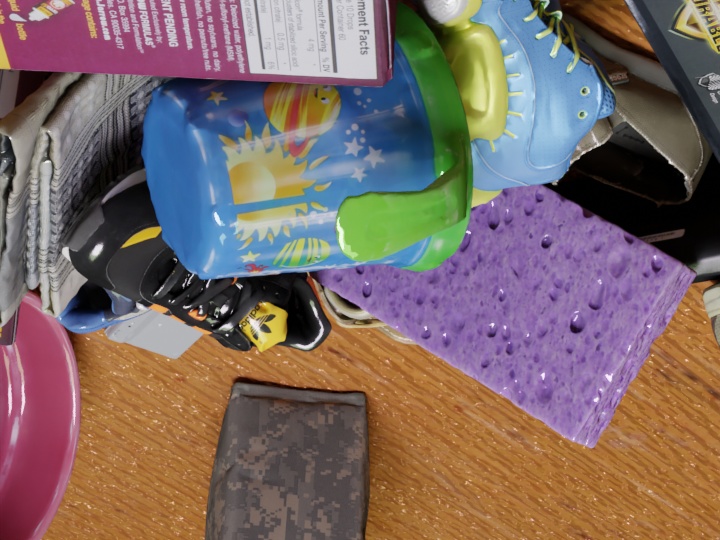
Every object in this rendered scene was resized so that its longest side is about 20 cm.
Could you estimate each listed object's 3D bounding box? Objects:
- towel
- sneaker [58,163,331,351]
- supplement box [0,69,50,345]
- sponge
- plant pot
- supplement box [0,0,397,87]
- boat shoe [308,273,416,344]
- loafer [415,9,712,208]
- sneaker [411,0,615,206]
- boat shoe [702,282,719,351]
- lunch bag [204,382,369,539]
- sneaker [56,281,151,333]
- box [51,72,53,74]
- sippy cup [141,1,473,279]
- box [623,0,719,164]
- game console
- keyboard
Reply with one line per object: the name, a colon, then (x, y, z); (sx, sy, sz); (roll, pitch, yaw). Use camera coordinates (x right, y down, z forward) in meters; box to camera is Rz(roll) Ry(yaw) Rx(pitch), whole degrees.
towel: (-0.122, -0.071, 1.179); (0.035, 0.200, 0.193); (37, 150, 10)
sneaker: (-0.076, 0.002, 1.207); (0.070, 0.090, 0.200); (-49, 158, 11)
supplement box: (-0.231, -0.049, 1.237); (0.110, 0.086, 0.200); (8, 148, -8)
sponge: (0.072, 0.000, 1.245); (0.200, 0.112, 0.030); (32, -174, 29)
plant pot: (-0.311, 0.096, 1.497); (0.179, 0.200, 0.200); (8, 153, 26)
supplement box: (-0.081, -0.168, 1.057); (0.200, 0.131, 0.103); (2, 149, 4)
boat shoe: (0.000, 0.000, 1.387); (0.074, 0.066, 0.200); (-9, 146, 22)
loafer: (0.108, -0.088, 1.219); (0.200, 0.070, 0.075); (16, 147, -18)
sneaker: (0.077, -0.123, 1.139); (0.105, 0.076, 0.200); (-3, 127, -10)
boat shoe: (0.263, 0.029, 1.334); (0.073, 0.065, 0.200); (-9, 177, -12)
lunch bag: (-0.056, 0.199, 1.633); (0.118, 0.164, 0.200); (6, 149, -7)
sneaker: (-0.118, -0.011, 1.344); (0.077, 0.085, 0.200); (51, 138, -1)
box: (-0.260, -0.109, 1.267); (0.200, 0.048, 0.193); (8, 150, -5)
sippy cup: (-0.032, -0.055, 1.114); (0.130, 0.140, 0.178); (-14, 172, -23)
box: (0.232, -0.126, 1.144); (0.159, 0.046, 0.200); (-15, 144, 20)
game console: (0.191, -0.002, 1.314); (0.200, 0.176, 0.116); (-11, 117, 25)
keyboard: (-0.102, 0.010, 1.479); (0.056, 0.011, 0.200); (15, 149, -25)
